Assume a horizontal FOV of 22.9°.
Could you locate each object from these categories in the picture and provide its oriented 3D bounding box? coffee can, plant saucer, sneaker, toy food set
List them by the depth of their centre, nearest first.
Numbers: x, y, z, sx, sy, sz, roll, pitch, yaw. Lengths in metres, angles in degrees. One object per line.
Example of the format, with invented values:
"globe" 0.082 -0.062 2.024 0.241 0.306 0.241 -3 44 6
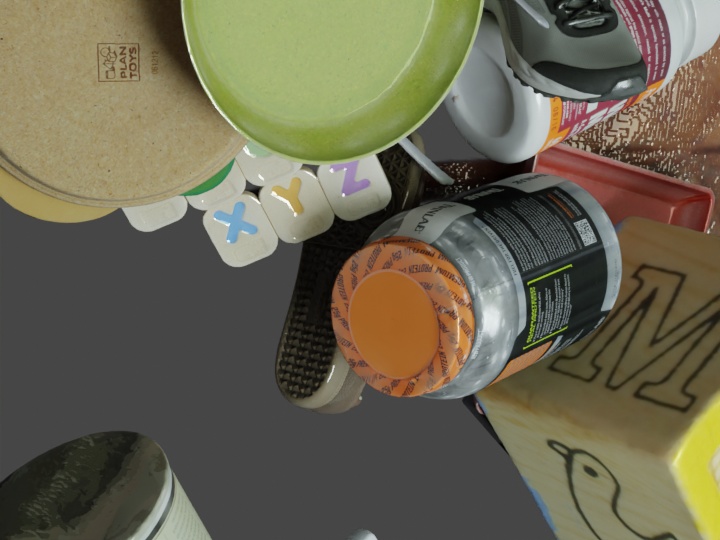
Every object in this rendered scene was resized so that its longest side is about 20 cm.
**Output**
"plant saucer" -0.018 -0.161 0.999 0.198 0.031 0.202 -11 110 -31
"toy food set" -0.137 -0.125 1.018 0.196 0.049 0.202 -16 117 -2
"coffee can" -0.140 0.221 1.092 0.146 0.146 0.201 -39 122 -24
"sneaker" 0.121 -0.178 1.136 0.073 0.201 0.080 -13 138 -21
"sneaker" 0.000 0.000 1.213 0.075 0.070 0.202 25 87 -59
"plant saucer" 0.169 0.017 1.335 0.199 0.037 0.202 12 93 -40

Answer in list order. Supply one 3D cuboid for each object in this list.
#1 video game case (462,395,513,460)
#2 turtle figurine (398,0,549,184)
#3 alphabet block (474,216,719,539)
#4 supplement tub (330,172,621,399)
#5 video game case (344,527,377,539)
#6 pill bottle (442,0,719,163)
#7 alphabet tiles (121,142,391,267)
"video game case" 0.173 0.105 1.392 0.143 0.019 0.200 -53 125 -16
"turtle figurine" 0.001 -0.173 1.098 0.192 0.144 0.202 2 75 -26
"alphabet block" 0.235 0.104 1.256 0.196 0.199 0.196 -46 123 -20
"supplement tub" 0.075 0.010 1.151 0.199 0.122 0.124 -19 113 -54
"video game case" -0.023 0.317 1.287 0.200 0.024 0.183 -45 124 -22
"pill bottle" 0.158 -0.160 1.257 0.199 0.109 0.111 -27 116 -30
"alphabet tiles" -0.068 -0.096 1.082 0.198 0.015 0.197 -21 119 8
